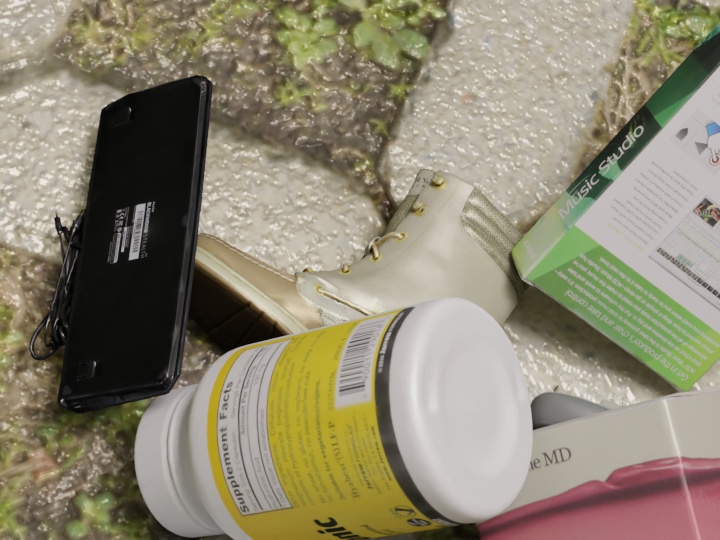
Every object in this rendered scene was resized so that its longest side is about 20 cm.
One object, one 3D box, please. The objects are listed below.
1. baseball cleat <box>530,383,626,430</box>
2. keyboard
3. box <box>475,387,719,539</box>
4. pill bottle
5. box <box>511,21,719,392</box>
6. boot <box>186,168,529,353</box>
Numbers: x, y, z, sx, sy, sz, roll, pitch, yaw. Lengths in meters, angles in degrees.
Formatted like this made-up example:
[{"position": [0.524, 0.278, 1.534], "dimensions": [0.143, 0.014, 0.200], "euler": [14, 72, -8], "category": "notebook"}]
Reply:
[{"position": [0.168, 0.155, 1.025], "dimensions": [0.199, 0.070, 0.107], "euler": [35, 62, 1], "category": "baseball cleat"}, {"position": [-0.129, -0.012, 1.011], "dimensions": [0.103, 0.040, 0.202], "euler": [-10, 58, 25], "category": "keyboard"}, {"position": [0.148, 0.174, 0.937], "dimensions": [0.109, 0.127, 0.202], "euler": [1, 73, -60], "category": "box"}, {"position": [-0.020, 0.086, 0.923], "dimensions": [0.111, 0.199, 0.113], "euler": [21, 62, -48], "category": "pill bottle"}, {"position": [0.205, -0.038, 1.041], "dimensions": [0.144, 0.200, 0.036], "euler": [34, 17, -26], "category": "box"}, {"position": [0.000, 0.000, 1.042], "dimensions": [0.199, 0.072, 0.155], "euler": [32, 63, -7], "category": "boot"}]
